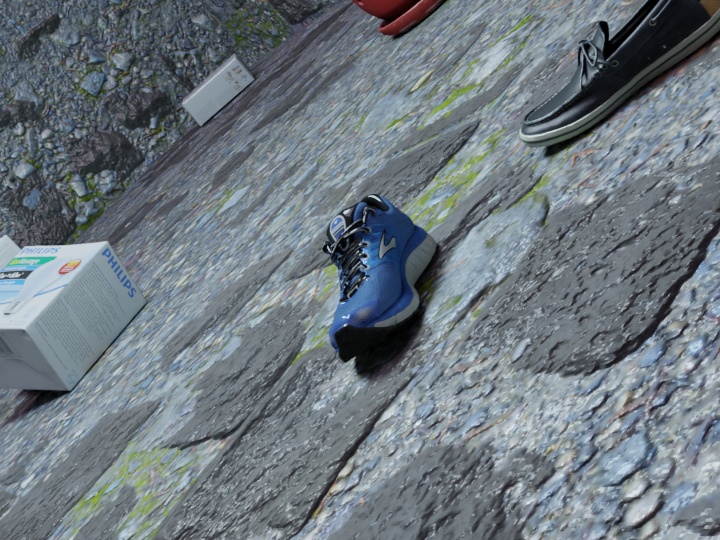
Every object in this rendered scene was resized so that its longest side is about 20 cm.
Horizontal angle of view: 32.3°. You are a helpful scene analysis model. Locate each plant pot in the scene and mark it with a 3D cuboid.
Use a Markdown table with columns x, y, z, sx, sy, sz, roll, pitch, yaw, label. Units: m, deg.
| x | y | z | sx | sy | sz | roll | pitch | yaw | label |
| --- | --- | --- | --- | --- | --- | --- | --- | --- | --- |
| 0.063 | -0.528 | 2.167 | 0.200 | 0.183 | 0.200 | -39 | 15 | 13 | plant pot |

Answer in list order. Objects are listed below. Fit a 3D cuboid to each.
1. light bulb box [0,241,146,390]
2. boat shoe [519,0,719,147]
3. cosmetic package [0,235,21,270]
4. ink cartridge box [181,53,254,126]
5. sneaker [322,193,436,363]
| x | y | z | sx | sy | sz | roll | pitch | yaw | label |
| --- | --- | --- | --- | --- | --- | --- | --- | --- | --- |
| -0.464 | 0.066 | 1.839 | 0.198 | 0.125 | 0.200 | -2 | 38 | 36 | light bulb box |
| 0.209 | -0.176 | 1.040 | 0.200 | 0.062 | 0.075 | -37 | 17 | 24 | boat shoe |
| -0.578 | 0.036 | 2.165 | 0.071 | 0.200 | 0.101 | -47 | 16 | -21 | cosmetic package |
| -0.395 | -0.507 | 3.466 | 0.200 | 0.084 | 0.176 | -40 | 15 | 5 | ink cartridge box |
| 0.000 | 0.000 | 1.017 | 0.079 | 0.089 | 0.200 | -36 | 16 | 25 | sneaker |
